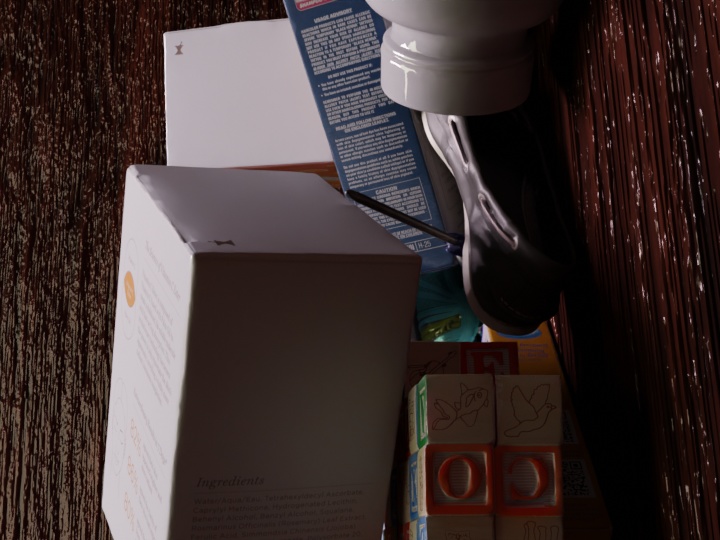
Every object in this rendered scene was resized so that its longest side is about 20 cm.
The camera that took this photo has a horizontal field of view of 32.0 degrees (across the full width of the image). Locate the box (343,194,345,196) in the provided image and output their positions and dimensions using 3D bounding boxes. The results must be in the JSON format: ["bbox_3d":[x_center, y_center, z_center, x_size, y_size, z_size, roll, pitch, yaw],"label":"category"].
[{"bbox_3d":[0.008,0.026,1.274,0.141,0.079,0.200,-46,-38,-55],"label":"box"}]

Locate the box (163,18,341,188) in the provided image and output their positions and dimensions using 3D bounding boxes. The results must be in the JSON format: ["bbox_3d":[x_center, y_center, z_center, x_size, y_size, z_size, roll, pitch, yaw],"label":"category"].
[{"bbox_3d":[-0.040,-0.114,0.909,0.200,0.124,0.098,2,-93,-69],"label":"box"}]

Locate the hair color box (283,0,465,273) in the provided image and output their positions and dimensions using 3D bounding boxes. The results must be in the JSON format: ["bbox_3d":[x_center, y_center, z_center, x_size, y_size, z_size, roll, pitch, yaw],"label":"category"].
[{"bbox_3d":[0.018,-0.104,0.775,0.100,0.060,0.200,-45,-59,-64],"label":"hair color box"}]

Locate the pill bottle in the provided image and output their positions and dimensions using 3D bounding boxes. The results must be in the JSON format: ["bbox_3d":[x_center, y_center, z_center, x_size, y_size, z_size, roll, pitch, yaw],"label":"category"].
[{"bbox_3d":[0.054,-0.185,0.631,0.111,0.111,0.200,-98,9,-61],"label":"pill bottle"}]

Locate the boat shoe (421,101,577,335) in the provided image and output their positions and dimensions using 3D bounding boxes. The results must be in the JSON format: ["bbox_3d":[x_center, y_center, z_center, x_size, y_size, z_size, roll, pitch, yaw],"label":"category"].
[{"bbox_3d":[0.080,-0.059,0.690,0.057,0.067,0.200,-53,36,45],"label":"boat shoe"}]

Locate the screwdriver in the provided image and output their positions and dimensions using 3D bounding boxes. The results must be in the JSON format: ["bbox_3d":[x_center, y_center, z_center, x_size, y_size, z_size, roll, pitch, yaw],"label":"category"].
[{"bbox_3d":[0.041,-0.018,0.695,0.200,0.029,0.028,13,-133,-54],"label":"screwdriver"}]

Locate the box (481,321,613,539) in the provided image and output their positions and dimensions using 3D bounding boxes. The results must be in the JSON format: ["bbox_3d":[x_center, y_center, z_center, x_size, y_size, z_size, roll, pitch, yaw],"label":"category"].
[{"bbox_3d":[0.091,0.115,0.681,0.200,0.041,0.119,-92,4,-58],"label":"box"}]

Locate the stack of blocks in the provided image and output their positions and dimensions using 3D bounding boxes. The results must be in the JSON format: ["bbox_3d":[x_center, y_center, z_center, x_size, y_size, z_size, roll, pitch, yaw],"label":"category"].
[{"bbox_3d":[0.047,0.092,0.603,0.200,0.058,0.115,107,163,-77],"label":"stack of blocks"}]

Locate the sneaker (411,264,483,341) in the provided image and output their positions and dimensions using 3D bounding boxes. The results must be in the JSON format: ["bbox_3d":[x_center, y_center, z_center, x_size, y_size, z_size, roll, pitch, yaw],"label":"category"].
[{"bbox_3d":[0.072,0.052,0.845,0.080,0.077,0.200,-21,62,55],"label":"sneaker"}]

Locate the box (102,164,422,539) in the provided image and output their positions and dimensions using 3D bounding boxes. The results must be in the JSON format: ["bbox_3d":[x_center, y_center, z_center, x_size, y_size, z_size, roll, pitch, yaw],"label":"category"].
[{"bbox_3d":[-0.058,0.063,0.622,0.152,0.106,0.200,-136,51,-62],"label":"box"}]
